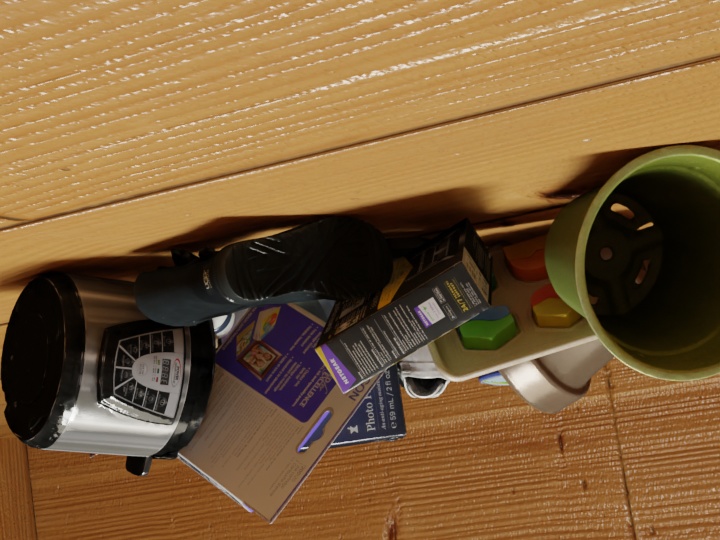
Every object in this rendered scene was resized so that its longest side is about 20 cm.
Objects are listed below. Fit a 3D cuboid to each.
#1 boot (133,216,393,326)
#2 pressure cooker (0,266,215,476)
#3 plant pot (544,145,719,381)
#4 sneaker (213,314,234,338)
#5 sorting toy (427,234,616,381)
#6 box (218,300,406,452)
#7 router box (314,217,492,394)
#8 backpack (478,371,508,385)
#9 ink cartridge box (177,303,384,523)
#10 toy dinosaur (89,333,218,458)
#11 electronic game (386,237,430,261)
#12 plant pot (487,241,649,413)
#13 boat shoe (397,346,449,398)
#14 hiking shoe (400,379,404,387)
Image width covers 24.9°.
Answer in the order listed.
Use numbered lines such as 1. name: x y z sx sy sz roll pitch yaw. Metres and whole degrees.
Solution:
1. boot: -0.093 0.003 1.520 0.200 0.077 0.168 -8 178 -37
2. pressure cooker: -0.234 0.093 1.604 0.199 0.179 0.176 10 132 -33
3. plant pot: 0.255 -0.012 1.472 0.199 0.201 0.190 -7 -175 -12
4. sneaker: -0.240 0.049 1.779 0.199 0.077 0.081 -16 163 7
5. sorting toy: 0.153 0.027 1.629 0.199 0.037 0.185 -13 -147 -4
6. box: -0.060 0.108 1.874 0.197 0.201 0.123 -8 173 -5
7. router box: 0.045 0.029 1.529 0.157 0.052 0.200 -31 -172 12
8. backpack: 0.202 0.075 2.136 0.199 0.148 0.183 -8 171 18
9. ink cartridge box: -0.086 0.139 1.646 0.200 0.198 0.043 30 167 41
10. toy dinosaur: -0.213 0.122 1.778 0.199 0.086 0.136 -21 171 -22
11. electronic game: 0.000 0.000 1.732 0.199 0.042 0.200 -8 173 -1
12. plant pot: 0.237 0.033 1.783 0.174 0.201 0.200 -30 164 24
13. boat shoe: 0.070 0.114 1.862 0.073 0.066 0.200 1 166 6
14. hiking shoe: 0.136 0.109 2.267 0.200 0.087 0.074 -42 155 14
